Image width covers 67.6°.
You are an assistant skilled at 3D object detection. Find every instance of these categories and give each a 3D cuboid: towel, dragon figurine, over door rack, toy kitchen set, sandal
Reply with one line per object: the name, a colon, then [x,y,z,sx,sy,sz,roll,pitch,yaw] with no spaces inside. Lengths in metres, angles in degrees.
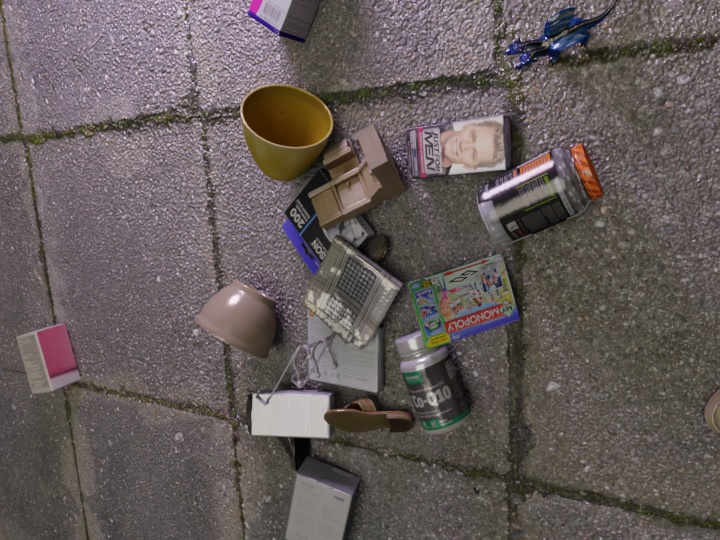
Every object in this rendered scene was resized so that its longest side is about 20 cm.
towel: [-0.026,0.055,1.185,0.191,0.034,0.203,36,118,11]
dragon figurine: [0.345,-0.400,0.909,0.197,0.099,0.060,-23,90,30]
over door rack: [-0.127,0.232,1.226,0.067,0.147,0.200,50,118,16]
toy kitchen set: [-0.038,-0.216,1.091,0.196,0.180,0.167,-25,75,11]
sandal: [0.021,0.331,1.264,0.205,0.070,0.079,2,128,8]

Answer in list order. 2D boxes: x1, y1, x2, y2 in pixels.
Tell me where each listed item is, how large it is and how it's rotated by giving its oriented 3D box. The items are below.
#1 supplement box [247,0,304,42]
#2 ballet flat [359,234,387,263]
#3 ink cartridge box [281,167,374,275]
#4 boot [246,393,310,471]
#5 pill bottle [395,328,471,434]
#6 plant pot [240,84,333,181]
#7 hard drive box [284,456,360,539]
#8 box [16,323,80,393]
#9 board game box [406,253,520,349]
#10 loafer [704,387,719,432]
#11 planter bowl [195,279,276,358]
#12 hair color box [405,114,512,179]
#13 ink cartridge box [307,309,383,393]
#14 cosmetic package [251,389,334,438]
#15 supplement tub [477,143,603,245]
supplement box: [-0.141,-0.608,1.132,0.100,0.103,0.203,37,117,17]
ballet flat: [0.000,0.000,1.214,0.046,0.068,0.201,28,118,-28]
ink cartridge box: [-0.090,-0.091,1.236,0.200,0.043,0.200,-46,72,29]
boot: [-0.225,0.423,1.416,0.170,0.069,0.206,-12,84,31]
pill bottle: [0.150,0.228,1.138,0.111,0.112,0.205,-22,90,30]
plant pot: [-0.166,-0.283,1.181,0.199,0.199,0.143,40,144,15]
hard drive box: [-0.097,0.601,1.357,0.152,0.077,0.205,17,109,13]
box: [-1.050,0.297,1.813,0.125,0.108,0.206,-11,95,29]
board game box: [0.204,0.061,1.069,0.195,0.029,0.138,-18,92,0]
loafer: [0.661,0.209,0.878,0.076,0.068,0.200,50,118,10]
planter bowl: [-0.285,0.108,1.324,0.197,0.200,0.137,27,85,21]
hair color box: [0.191,-0.238,1.050,0.195,0.060,0.103,-1,100,28]
ink cartridge box: [-0.037,0.171,1.270,0.195,0.040,0.206,6,103,28]
cosmetic package: [-0.163,0.348,1.313,0.194,0.071,0.105,0,86,8]
supplement tub: [0.320,-0.136,0.965,0.197,0.122,0.125,-24,89,30]
